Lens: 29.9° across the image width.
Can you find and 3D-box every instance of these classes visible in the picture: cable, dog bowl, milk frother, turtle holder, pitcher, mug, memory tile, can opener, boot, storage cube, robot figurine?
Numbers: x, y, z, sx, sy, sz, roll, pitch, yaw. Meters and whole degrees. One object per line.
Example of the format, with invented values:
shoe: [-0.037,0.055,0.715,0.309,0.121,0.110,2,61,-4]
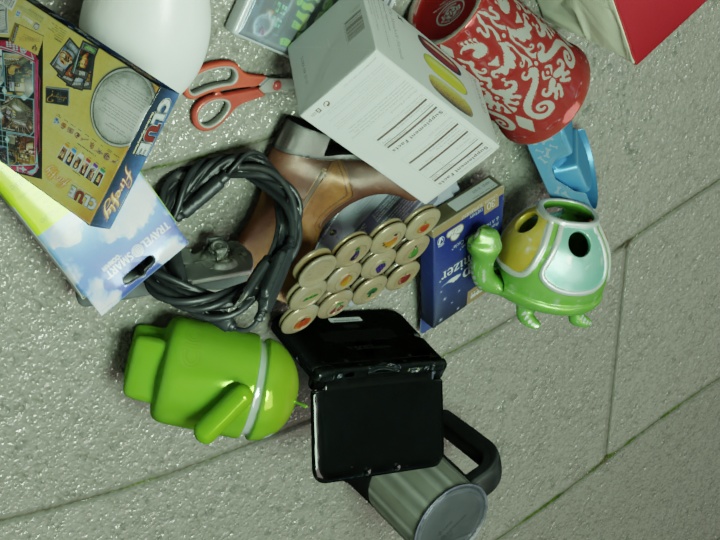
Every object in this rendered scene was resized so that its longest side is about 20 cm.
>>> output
cable: [-0.144,-0.039,1.401,0.051,0.161,0.202,105,4,-65]
dog bowl: [0.245,-0.156,1.669,0.049,0.113,0.201,-12,138,21]
milk frother: [0.066,0.225,1.695,0.180,0.188,0.201,-44,135,-9]
turtle holder: [0.220,-0.020,1.660,0.183,0.141,0.133,15,119,2]
pitcher: [-0.192,-0.265,1.238,0.119,0.173,0.201,8,135,-15]
mug: [0.142,-0.230,1.520,0.199,0.133,0.179,33,91,-42]
memory tile: [0.000,0.000,1.531,0.198,0.017,0.154,-23,152,-29]
can opener: [-0.207,0.010,1.425,0.197,0.054,0.067,-11,137,-22]
boot: [-0.039,-0.048,1.498,0.186,0.069,0.202,16,106,-25]
storage cube: [0.297,-0.374,1.525,0.179,0.171,0.201,-41,135,-10]
robot figurine: [-0.157,0.119,1.473,0.197,0.175,0.117,13,99,-12]

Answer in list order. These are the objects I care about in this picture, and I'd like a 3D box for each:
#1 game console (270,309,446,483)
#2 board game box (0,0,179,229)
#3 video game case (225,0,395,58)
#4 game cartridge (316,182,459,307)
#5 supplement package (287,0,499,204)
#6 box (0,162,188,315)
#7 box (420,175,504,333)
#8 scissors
game console: [-0.003,0.143,1.606,0.198,0.176,0.118,-1,124,-39]
board game box: [-0.269,-0.146,1.191,0.137,0.199,0.035,-60,158,9]
video game case: [-0.029,-0.312,1.405,0.180,0.023,0.202,16,105,-43]
game cartridge: [0.021,-0.066,1.588,0.200,0.041,0.133,-47,139,-6]
supplement package: [0.035,-0.180,1.402,0.109,0.115,0.199,-36,134,26]
box: [-0.270,-0.071,1.309,0.122,0.048,0.201,-40,119,-12]
box: [0.126,-0.010,1.683,0.120,0.032,0.202,-32,142,-26]
scissors: [-0.099,-0.201,1.422,0.198,0.014,0.074,-21,125,-26]
